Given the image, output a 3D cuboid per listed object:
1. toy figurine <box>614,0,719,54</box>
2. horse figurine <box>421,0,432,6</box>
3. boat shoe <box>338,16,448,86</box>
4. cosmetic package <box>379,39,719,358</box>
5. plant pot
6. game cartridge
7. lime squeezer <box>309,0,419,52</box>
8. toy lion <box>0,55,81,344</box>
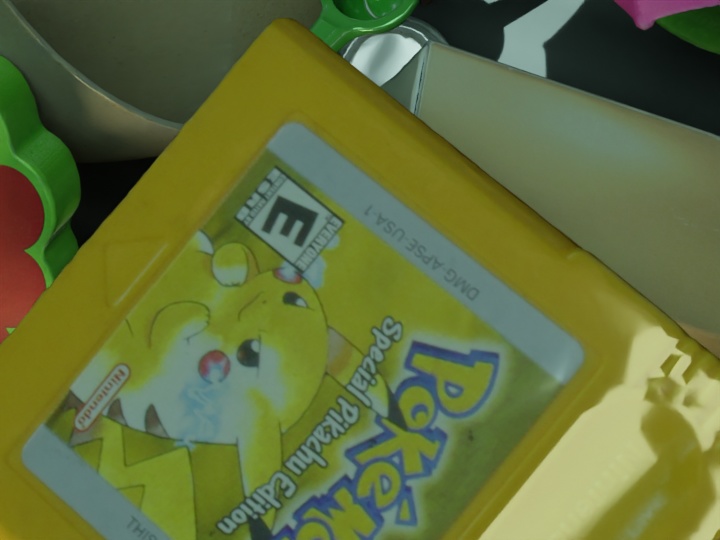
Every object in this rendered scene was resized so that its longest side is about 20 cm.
[{"bbox_3d":[0.134,-0.105,0.723,0.150,0.184,0.200,-26,96,25],"label":"toy figurine"},{"bbox_3d":[-0.023,-0.172,0.774,0.050,0.133,0.200,-28,109,30],"label":"horse figurine"},{"bbox_3d":[0.000,0.000,0.797,0.071,0.069,0.201,9,86,4],"label":"boat shoe"},{"bbox_3d":[0.090,-0.001,0.740,0.199,0.105,0.071,16,70,-13],"label":"cosmetic package"},{"bbox_3d":[-0.124,-0.120,0.773,0.134,0.200,0.201,-22,82,35],"label":"plant pot"},{"bbox_3d":[-0.004,0.051,0.624,0.200,0.032,0.176,39,89,20],"label":"game cartridge"},{"bbox_3d":[0.012,-0.095,0.752,0.038,0.071,0.200,45,51,12],"label":"lime squeezer"},{"bbox_3d":[-0.173,0.016,0.711,0.200,0.069,0.192,-23,106,20],"label":"toy lion"}]
